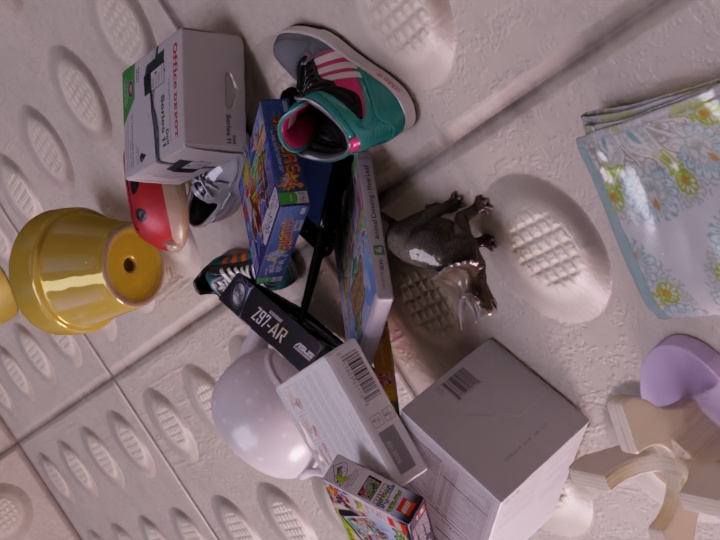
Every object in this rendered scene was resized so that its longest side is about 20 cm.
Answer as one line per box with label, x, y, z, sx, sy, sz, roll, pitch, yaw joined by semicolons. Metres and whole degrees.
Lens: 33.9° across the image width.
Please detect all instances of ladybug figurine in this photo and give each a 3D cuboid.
ladybug figurine;-0.279;-0.111;1.604;0.137;0.071;0.202;105;153;-51

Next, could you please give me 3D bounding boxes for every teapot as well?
teapot;-0.098;0.179;1.625;0.199;0.198;0.146;34;113;-17

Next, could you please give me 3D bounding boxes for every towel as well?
towel;0.276;-0.054;0.972;0.170;0.048;0.202;-9;112;58

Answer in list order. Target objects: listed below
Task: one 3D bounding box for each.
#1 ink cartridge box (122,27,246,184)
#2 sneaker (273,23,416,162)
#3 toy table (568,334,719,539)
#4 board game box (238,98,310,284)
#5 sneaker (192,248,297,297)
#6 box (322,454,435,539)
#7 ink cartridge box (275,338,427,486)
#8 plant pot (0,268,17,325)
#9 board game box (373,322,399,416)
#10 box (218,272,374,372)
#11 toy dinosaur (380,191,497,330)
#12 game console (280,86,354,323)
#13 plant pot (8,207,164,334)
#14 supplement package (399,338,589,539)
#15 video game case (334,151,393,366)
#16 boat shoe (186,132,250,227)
ink cartridge box;-0.219;-0.196;1.444;0.199;0.082;0.149;-14;76;57
sneaker;-0.051;-0.180;1.239;0.199;0.120;0.084;35;144;31
toy table;0.296;0.176;1.095;0.183;0.117;0.202;-16;105;58
board game box;-0.103;-0.087;1.369;0.200;0.034;0.137;118;143;-63
sneaker;-0.159;0.011;1.611;0.199;0.080;0.072;-8;113;56
box;0.028;0.281;1.294;0.109;0.035;0.201;23;152;25
ink cartridge box;-0.016;0.175;1.328;0.161;0.047;0.200;60;156;3
plant pot;-0.883;0.062;2.577;0.200;0.188;0.202;34;143;30
board game box;0.029;0.133;1.398;0.201;0.030;0.096;-92;-5;-53
box;-0.072;0.087;1.493;0.160;0.044;0.200;38;-179;28
toy dinosaur;0.074;-0.034;1.220;0.199;0.102;0.078;33;142;32
game console;-0.076;-0.076;1.374;0.176;0.116;0.201;43;145;20
plant pot;-0.416;-0.003;1.856;0.187;0.201;0.203;-5;116;39
supplement package;0.135;0.219;1.326;0.150;0.151;0.201;40;146;26
video game case;0.000;0.000;1.322;0.201;0.022;0.184;106;159;-59
boat shoe;-0.186;-0.112;1.542;0.070;0.071;0.201;50;149;9
